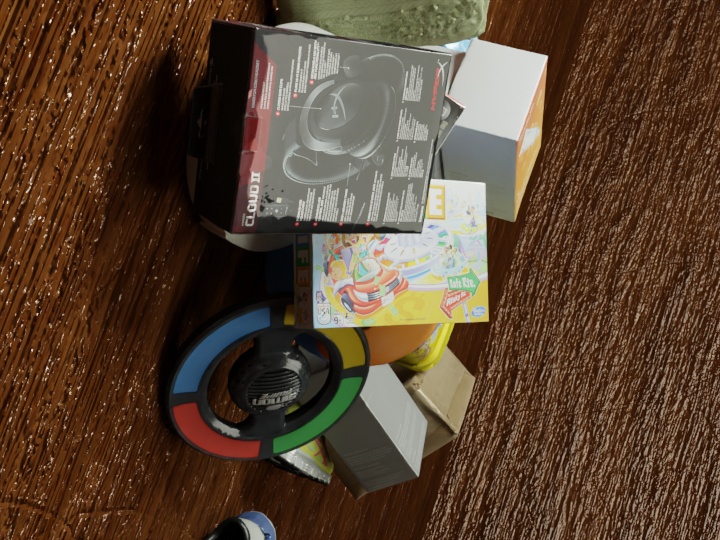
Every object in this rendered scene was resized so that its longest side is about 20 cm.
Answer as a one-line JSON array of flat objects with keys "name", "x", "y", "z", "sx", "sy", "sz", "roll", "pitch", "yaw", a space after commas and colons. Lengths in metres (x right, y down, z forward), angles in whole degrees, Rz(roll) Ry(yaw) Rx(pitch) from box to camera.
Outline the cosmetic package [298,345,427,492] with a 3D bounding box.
[{"name": "cosmetic package", "x": 0.000, "y": 0.166, "z": 1.175, "sx": 0.200, "sy": 0.090, "sz": 0.107, "roll": 55, "pitch": 28, "yaw": -21}]

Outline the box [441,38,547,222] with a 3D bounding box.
[{"name": "box", "x": 0.166, "y": -0.169, "z": 1.172, "sx": 0.200, "sy": 0.097, "sz": 0.125, "roll": 71, "pitch": 38, "yaw": -64}]

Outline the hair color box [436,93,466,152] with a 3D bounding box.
[{"name": "hair color box", "x": 0.034, "y": -0.159, "z": 0.985, "sx": 0.102, "sy": 0.061, "sz": 0.200, "roll": -57, "pitch": -161, "yaw": 9}]

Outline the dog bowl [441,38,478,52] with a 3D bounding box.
[{"name": "dog bowl", "x": 0.093, "y": -0.250, "z": 1.232, "sx": 0.050, "sy": 0.111, "sz": 0.201, "roll": -52, "pitch": 156, "yaw": -32}]

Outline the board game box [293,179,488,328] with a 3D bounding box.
[{"name": "board game box", "x": 0.031, "y": -0.017, "z": 0.863, "sx": 0.199, "sy": 0.034, "sz": 0.136, "roll": -1, "pitch": 88, "yaw": -34}]

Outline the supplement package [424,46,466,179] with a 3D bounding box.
[{"name": "supplement package", "x": 0.063, "y": -0.175, "z": 1.194, "sx": 0.201, "sy": 0.109, "sz": 0.114, "roll": 88, "pitch": 24, "yaw": -50}]

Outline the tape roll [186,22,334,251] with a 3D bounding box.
[{"name": "tape roll", "x": -0.066, "y": -0.113, "z": 0.823, "sx": 0.202, "sy": 0.037, "sz": 0.204, "roll": -37, "pitch": 144, "yaw": -34}]

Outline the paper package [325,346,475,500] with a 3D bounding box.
[{"name": "paper package", "x": 0.054, "y": 0.210, "z": 1.374, "sx": 0.200, "sy": 0.104, "sz": 0.191, "roll": -37, "pitch": -175, "yaw": 24}]

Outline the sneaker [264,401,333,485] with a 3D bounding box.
[{"name": "sneaker", "x": -0.070, "y": 0.216, "z": 1.201, "sx": 0.200, "sy": 0.078, "sz": 0.091, "roll": 66, "pitch": 41, "yaw": -67}]

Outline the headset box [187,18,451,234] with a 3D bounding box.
[{"name": "headset box", "x": -0.038, "y": -0.108, "z": 0.729, "sx": 0.199, "sy": 0.077, "sz": 0.150, "roll": -2, "pitch": 108, "yaw": -33}]

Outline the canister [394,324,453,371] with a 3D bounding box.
[{"name": "canister", "x": 0.063, "y": 0.034, "z": 1.213, "sx": 0.149, "sy": 0.086, "sz": 0.200, "roll": -68, "pitch": 159, "yaw": -14}]

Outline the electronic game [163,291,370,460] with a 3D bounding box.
[{"name": "electronic game", "x": -0.085, "y": 0.103, "z": 0.879, "sx": 0.042, "sy": 0.199, "sz": 0.201, "roll": -121, "pitch": -151, "yaw": -47}]

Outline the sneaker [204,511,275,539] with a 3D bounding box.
[{"name": "sneaker", "x": -0.162, "y": 0.362, "z": 1.048, "sx": 0.115, "sy": 0.080, "sz": 0.201, "roll": 58, "pitch": 43, "yaw": -65}]

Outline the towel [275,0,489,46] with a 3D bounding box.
[{"name": "towel", "x": 0.018, "y": -0.251, "z": 0.820, "sx": 0.149, "sy": 0.198, "sz": 0.037, "roll": 85, "pitch": -1, "yaw": -52}]

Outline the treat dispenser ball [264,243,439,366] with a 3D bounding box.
[{"name": "treat dispenser ball", "x": 0.000, "y": 0.000, "z": 0.983, "sx": 0.201, "sy": 0.200, "sz": 0.202, "roll": 17, "pitch": 90, "yaw": -75}]
